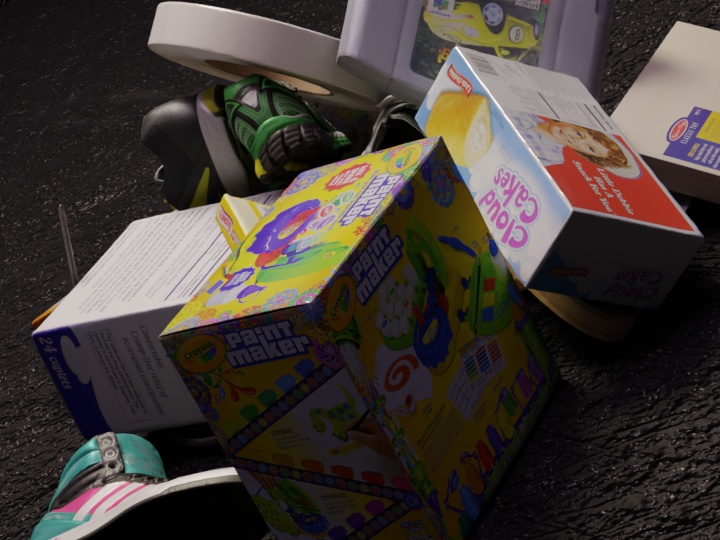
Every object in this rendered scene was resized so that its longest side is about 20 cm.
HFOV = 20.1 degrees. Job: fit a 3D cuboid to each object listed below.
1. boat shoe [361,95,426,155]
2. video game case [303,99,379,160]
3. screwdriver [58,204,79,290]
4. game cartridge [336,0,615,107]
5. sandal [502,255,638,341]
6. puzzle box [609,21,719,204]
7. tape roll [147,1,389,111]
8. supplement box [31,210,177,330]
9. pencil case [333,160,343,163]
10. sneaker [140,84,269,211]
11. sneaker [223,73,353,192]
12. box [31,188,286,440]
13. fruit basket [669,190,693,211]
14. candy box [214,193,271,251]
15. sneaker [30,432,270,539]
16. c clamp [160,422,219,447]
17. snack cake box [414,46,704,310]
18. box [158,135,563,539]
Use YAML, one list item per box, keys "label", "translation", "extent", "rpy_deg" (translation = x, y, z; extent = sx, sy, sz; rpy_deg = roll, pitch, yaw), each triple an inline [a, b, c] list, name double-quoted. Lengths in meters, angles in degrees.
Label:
- label: "boat shoe"
  translation: [0.042, -0.107, 1.541]
  extent: [0.199, 0.074, 0.068]
  rpy_deg: [-55, -9, -27]
- label: "video game case"
  translation: [-0.025, -0.125, 1.807]
  extent: [0.182, 0.022, 0.200]
  rpy_deg: [-33, -20, -12]
- label: "screwdriver"
  translation: [-0.222, 0.042, 1.591]
  extent: [0.029, 0.200, 0.028]
  rpy_deg: [-17, 25, -9]
- label: "game cartridge"
  translation: [0.088, -0.179, 1.513]
  extent: [0.200, 0.133, 0.041]
  rpy_deg: [12, -11, -6]
- label: "sandal"
  translation: [0.106, 0.002, 1.420]
  extent: [0.078, 0.070, 0.212]
  rpy_deg: [-2, 34, -39]
- label: "puzzle box"
  translation: [0.266, -0.117, 1.508]
  extent: [0.133, 0.025, 0.200]
  rpy_deg: [18, 39, 19]
- label: "tape roll"
  translation: [-0.068, -0.168, 1.608]
  extent: [0.203, 0.203, 0.037]
  rpy_deg: [13, 89, 60]
- label: "supplement box"
  translation: [-0.171, 0.005, 1.750]
  extent: [0.200, 0.074, 0.126]
  rpy_deg: [-41, 8, -30]
- label: "pencil case"
  translation: [0.013, -0.053, 1.664]
  extent: [0.091, 0.094, 0.200]
  rpy_deg: [-48, 26, -26]
- label: "sneaker"
  translation: [-0.121, -0.065, 1.665]
  extent: [0.085, 0.200, 0.075]
  rpy_deg: [-6, 35, 13]
- label: "sneaker"
  translation: [-0.059, -0.114, 1.604]
  extent: [0.078, 0.085, 0.200]
  rpy_deg: [-32, -7, 0]
- label: "box"
  translation: [-0.112, 0.030, 1.547]
  extent: [0.200, 0.105, 0.184]
  rpy_deg: [-11, 25, 27]
- label: "fruit basket"
  translation: [0.167, -0.058, 1.530]
  extent: [0.200, 0.094, 0.185]
  rpy_deg: [3, 34, 27]
- label: "candy box"
  translation: [0.000, 0.000, 1.441]
  extent: [0.026, 0.200, 0.102]
  rpy_deg: [-65, 25, 19]
- label: "sneaker"
  translation: [-0.140, 0.156, 1.391]
  extent: [0.200, 0.084, 0.121]
  rpy_deg: [-22, 31, 18]
- label: "c clamp"
  translation: [-0.090, 0.079, 1.590]
  extent: [0.171, 0.027, 0.200]
  rpy_deg: [-1, 32, 41]
- label: "snack cake box"
  translation: [0.133, -0.065, 1.388]
  extent: [0.067, 0.115, 0.200]
  rpy_deg: [-60, 37, 26]
- label: "box"
  translation: [0.008, 0.054, 1.281]
  extent: [0.122, 0.193, 0.200]
  rpy_deg: [-13, 25, 35]
